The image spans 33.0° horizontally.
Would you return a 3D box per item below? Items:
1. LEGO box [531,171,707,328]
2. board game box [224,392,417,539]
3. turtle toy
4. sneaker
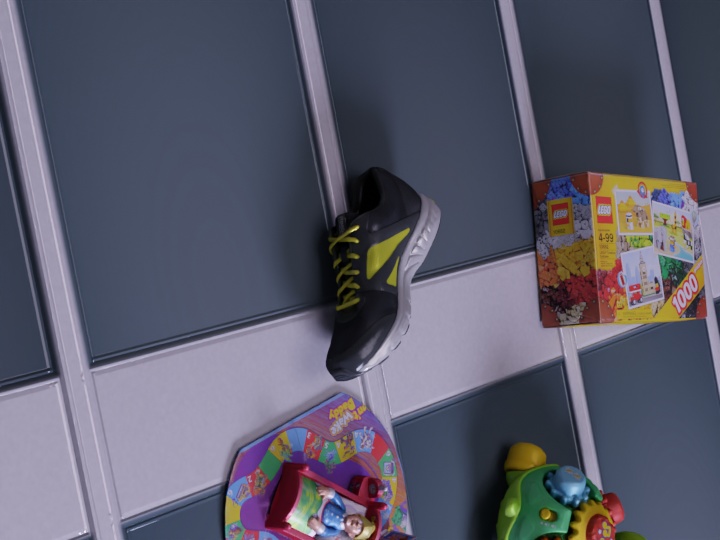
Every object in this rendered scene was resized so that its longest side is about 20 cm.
[{"bbox_3d":[0.272,-0.019,1.267,0.198,0.077,0.151,0,85,-44],"label":"LEGO box"},{"bbox_3d":[-0.020,0.194,0.982,0.199,0.039,0.160,-24,101,-43],"label":"board game box"},{"bbox_3d":[0.203,0.256,1.145,0.199,0.100,0.147,34,62,-35],"label":"turtle toy"},{"bbox_3d":[0.000,0.000,1.018,0.084,0.074,0.201,40,50,-26],"label":"sneaker"}]
